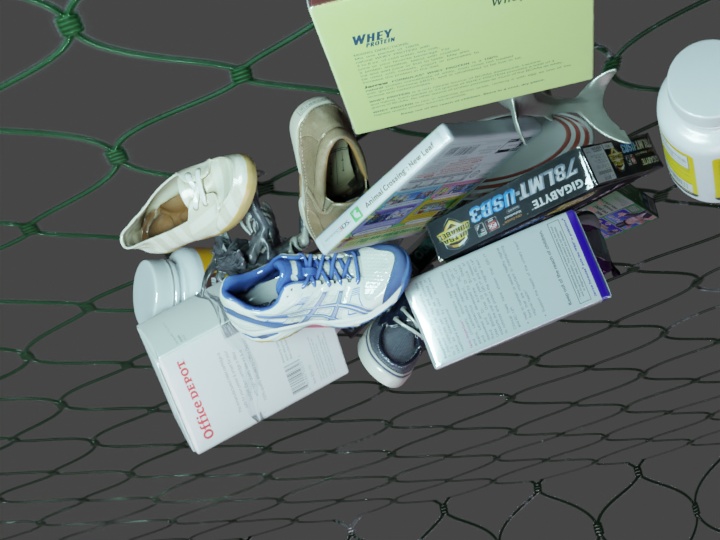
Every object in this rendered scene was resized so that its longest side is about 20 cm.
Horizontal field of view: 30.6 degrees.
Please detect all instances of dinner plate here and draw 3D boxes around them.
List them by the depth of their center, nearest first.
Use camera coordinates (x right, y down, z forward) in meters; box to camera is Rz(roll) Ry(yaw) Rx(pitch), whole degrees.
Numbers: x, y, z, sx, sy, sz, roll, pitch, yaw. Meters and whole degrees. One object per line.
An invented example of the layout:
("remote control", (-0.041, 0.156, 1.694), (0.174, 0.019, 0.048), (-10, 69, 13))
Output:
("dinner plate", (0.151, -0.128, 1.413), (0.197, 0.025, 0.201), (-11, 159, -4))

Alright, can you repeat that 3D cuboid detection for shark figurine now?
("shark figurine", (0.168, -0.158, 1.259), (0.127, 0.091, 0.214), (-21, 155, 27))

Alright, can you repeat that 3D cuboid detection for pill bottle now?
("pill bottle", (0.358, -0.152, 1.335), (0.110, 0.113, 0.200), (-16, 160, 12))
("pill bottle", (-0.159, 0.028, 1.531), (0.198, 0.111, 0.109), (1, 156, -30))

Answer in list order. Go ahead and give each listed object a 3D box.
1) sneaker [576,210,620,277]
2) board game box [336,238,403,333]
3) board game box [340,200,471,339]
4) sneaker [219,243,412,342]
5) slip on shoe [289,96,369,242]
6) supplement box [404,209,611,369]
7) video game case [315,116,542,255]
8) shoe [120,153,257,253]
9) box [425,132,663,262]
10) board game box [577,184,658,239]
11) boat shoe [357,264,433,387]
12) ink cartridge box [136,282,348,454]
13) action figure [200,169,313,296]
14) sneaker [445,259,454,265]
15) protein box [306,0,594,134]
("sneaker", (0.196, 0.010, 1.496), (0.198, 0.088, 0.074), (-26, 172, -3))
("board game box", (0.000, 0.000, 1.531), (0.034, 0.127, 0.200), (31, 150, -4))
("board game box", (0.057, -0.004, 1.568), (0.135, 0.028, 0.200), (-46, -179, -36))
("sneaker", (-0.046, 0.016, 1.324), (0.198, 0.076, 0.088), (-20, 150, 10))
("slip on shoe", (-0.019, -0.079, 1.296), (0.075, 0.061, 0.201), (-27, 137, -17))
("supplement box", (0.154, 0.023, 1.407), (0.198, 0.104, 0.101), (-24, 175, 4))
("video game case", (0.069, -0.085, 1.287), (0.182, 0.022, 0.199), (-41, 166, 30))
("shoe", (-0.176, -0.062, 1.343), (0.053, 0.071, 0.199), (-3, 161, -44))
("box", (0.198, -0.078, 1.401), (0.199, 0.050, 0.198), (-27, 172, 32))
("board game box", (0.264, -0.074, 1.603), (0.133, 0.029, 0.199), (-22, 157, 28))
("boat shoe", (0.058, 0.058, 1.561), (0.093, 0.074, 0.200), (-52, -174, 23))
("ink cartridge box", (-0.129, 0.087, 1.457), (0.198, 0.083, 0.148), (-27, 126, -15))
("action figure", (-0.091, -0.047, 1.393), (0.198, 0.103, 0.119), (-23, 164, -13))
("sneaker", (0.155, -0.012, 1.615), (0.085, 0.079, 0.200), (-35, 151, 12))
("protein box", (0.063, -0.222, 0.966), (0.196, 0.137, 0.200), (-13, 160, 6))
